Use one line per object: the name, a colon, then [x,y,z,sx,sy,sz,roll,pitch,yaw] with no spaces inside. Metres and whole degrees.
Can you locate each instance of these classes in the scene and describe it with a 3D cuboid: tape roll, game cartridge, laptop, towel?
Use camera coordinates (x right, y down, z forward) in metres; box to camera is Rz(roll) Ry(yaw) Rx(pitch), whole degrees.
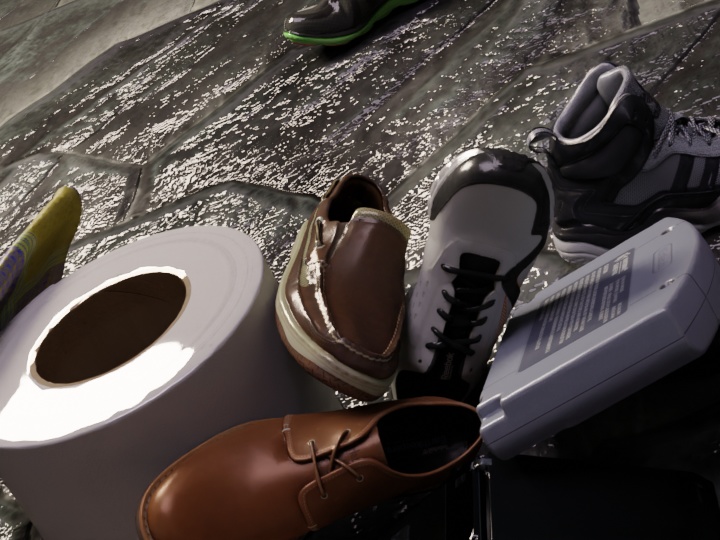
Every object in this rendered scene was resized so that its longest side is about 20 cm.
tape roll: [-0.121,0.087,0.873,0.201,0.140,0.203,-19,30,12]
game cartridge: [0.135,0.029,0.781,0.132,0.042,0.200,-28,7,18]
laptop: [0.074,0.185,0.688,0.200,0.103,0.178,-43,21,25]
towel: [-0.242,0.042,0.951,0.144,0.023,0.201,-63,2,36]

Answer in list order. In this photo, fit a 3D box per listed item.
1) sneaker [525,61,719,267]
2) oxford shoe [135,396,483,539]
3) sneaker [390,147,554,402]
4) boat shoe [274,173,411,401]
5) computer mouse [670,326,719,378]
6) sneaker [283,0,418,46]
sneaker: [0.204,-0.085,0.909,0.198,0.114,0.076,-23,29,6]
oxford shoe: [-0.023,0.103,0.762,0.198,0.072,0.071,-16,-11,-24]
sneaker: [0.062,0.016,0.821,0.073,0.201,0.080,12,46,-2]
boat shoe: [-0.006,-0.003,0.827,0.075,0.074,0.203,-60,18,19]
computer mouse: [0.246,-0.003,0.827,0.199,0.034,0.059,-34,29,-13]
sneaker: [0.003,-0.290,1.436,0.199,0.084,0.077,-33,29,-11]
